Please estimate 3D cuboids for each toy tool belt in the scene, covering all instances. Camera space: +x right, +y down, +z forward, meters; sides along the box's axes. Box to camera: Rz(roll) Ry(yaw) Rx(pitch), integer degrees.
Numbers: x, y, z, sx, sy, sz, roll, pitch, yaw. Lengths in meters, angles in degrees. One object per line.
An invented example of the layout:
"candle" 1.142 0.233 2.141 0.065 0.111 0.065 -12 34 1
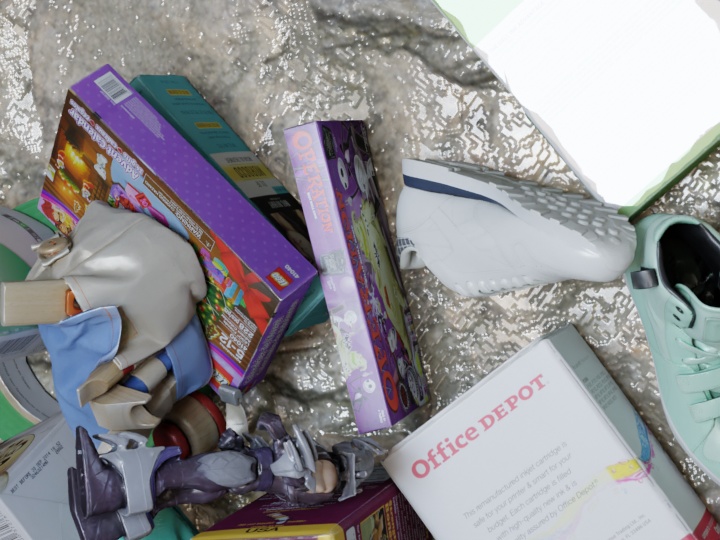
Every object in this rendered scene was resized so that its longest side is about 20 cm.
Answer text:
"toy tool belt" -0.162 0.065 1.159 0.124 0.123 0.201 16 132 41

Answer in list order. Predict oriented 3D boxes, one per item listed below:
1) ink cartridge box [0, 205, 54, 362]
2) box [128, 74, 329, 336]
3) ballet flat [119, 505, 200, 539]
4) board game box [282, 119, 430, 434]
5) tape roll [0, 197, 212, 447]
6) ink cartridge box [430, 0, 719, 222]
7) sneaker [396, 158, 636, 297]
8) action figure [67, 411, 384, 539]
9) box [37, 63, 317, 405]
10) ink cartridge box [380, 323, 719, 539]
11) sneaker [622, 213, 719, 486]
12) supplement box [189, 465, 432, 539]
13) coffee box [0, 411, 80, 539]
"ink cartridge box" -0.274 -0.030 1.210 0.050 0.161 0.201 -38 83 18
"box" -0.089 -0.048 1.236 0.049 0.082 0.200 -45 81 17
"ballet flat" -0.119 0.214 1.231 0.067 0.200 0.071 -1 52 47
"board game box" 0.000 0.000 1.191 0.032 0.120 0.202 -13 92 19
"tape roll" -0.198 0.043 1.301 0.199 0.048 0.202 2 96 19
"ink cartridge box" 0.160 -0.151 1.158 0.145 0.048 0.200 -42 81 18
"sneaker" 0.097 -0.017 1.155 0.199 0.076 0.081 23 104 50
"action figure" -0.077 0.123 1.106 0.198 0.130 0.070 -6 74 -20
"box" -0.126 -0.021 1.185 0.200 0.039 0.137 44 144 12
"ink cartridge box" 0.134 0.158 1.179 0.147 0.086 0.201 -37 82 19
"sneaker" 0.221 0.057 1.116 0.073 0.118 0.202 -26 87 -1
"supplement box" -0.023 0.211 1.178 0.102 0.200 0.132 -6 93 20
"coffee box" -0.263 0.182 1.268 0.199 0.113 0.080 -27 104 38
